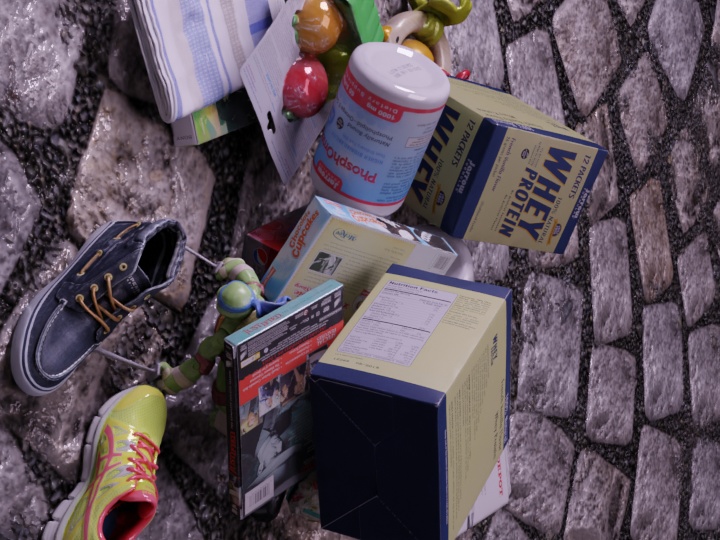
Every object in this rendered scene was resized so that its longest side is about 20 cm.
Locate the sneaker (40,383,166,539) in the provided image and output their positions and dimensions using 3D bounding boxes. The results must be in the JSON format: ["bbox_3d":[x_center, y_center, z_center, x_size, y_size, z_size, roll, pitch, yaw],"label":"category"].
[{"bbox_3d":[-0.214,0.197,1.344,0.078,0.090,0.201,48,51,-41],"label":"sneaker"}]

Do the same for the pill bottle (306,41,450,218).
[{"bbox_3d":[0.011,-0.128,1.516,0.109,0.108,0.201,-30,149,-51],"label":"pill bottle"}]

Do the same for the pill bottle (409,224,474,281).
[{"bbox_3d":[0.082,0.031,1.715,0.200,0.108,0.110,73,29,-68],"label":"pill bottle"}]

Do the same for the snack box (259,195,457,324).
[{"bbox_3d":[0.000,0.000,1.519,0.199,0.037,0.117,17,114,-45],"label":"snack box"}]

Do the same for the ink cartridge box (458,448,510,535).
[{"bbox_3d":[0.099,0.246,1.798,0.199,0.085,0.148,-19,105,-55],"label":"ink cartridge box"}]

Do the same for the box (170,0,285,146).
[{"bbox_3d":[-0.135,-0.223,1.512,0.200,0.036,0.146,-30,114,-50],"label":"box"}]

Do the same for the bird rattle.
[{"bbox_3d":[0.072,-0.252,1.792,0.162,0.112,0.202,-26,124,-40],"label":"bird rattle"}]

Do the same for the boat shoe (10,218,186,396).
[{"bbox_3d":[-0.235,0.026,1.310,0.071,0.090,0.201,53,47,-31],"label":"boat shoe"}]

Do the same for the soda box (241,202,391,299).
[{"bbox_3d":[-0.046,-0.030,1.594,0.200,0.070,0.064,-30,141,-50],"label":"soda box"}]

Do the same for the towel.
[{"bbox_3d":[-0.150,-0.243,1.442,0.200,0.024,0.148,-36,119,-50],"label":"towel"}]

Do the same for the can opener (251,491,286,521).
[{"bbox_3d":[-0.084,0.169,1.545,0.063,0.078,0.202,33,62,-42],"label":"can opener"}]

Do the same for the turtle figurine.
[{"bbox_3d":[-0.152,0.064,1.451,0.195,0.198,0.145,79,8,-49],"label":"turtle figurine"}]

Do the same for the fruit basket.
[{"bbox_3d":[-0.058,-0.220,1.514,0.201,0.093,0.186,-54,151,-22],"label":"fruit basket"}]

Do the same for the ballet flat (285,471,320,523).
[{"bbox_3d":[-0.008,0.214,1.592,0.200,0.064,0.076,-44,160,-45],"label":"ballet flat"}]

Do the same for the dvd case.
[{"bbox_3d":[-0.071,0.123,1.384,0.146,0.022,0.202,-30,131,-40],"label":"dvd case"}]

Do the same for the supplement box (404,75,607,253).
[{"bbox_3d":[0.136,-0.130,1.689,0.199,0.200,0.135,7,112,-42],"label":"supplement box"}]

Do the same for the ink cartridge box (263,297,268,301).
[{"bbox_3d":[-0.034,0.096,1.647,0.200,0.043,0.200,-27,113,-52],"label":"ink cartridge box"}]

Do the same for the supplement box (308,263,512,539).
[{"bbox_3d":[0.055,0.137,1.440,0.200,0.133,0.201,-52,147,-48],"label":"supplement box"}]
